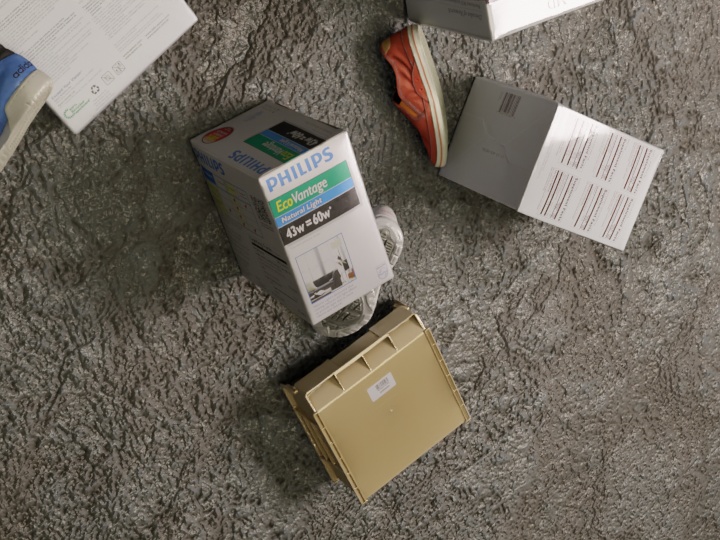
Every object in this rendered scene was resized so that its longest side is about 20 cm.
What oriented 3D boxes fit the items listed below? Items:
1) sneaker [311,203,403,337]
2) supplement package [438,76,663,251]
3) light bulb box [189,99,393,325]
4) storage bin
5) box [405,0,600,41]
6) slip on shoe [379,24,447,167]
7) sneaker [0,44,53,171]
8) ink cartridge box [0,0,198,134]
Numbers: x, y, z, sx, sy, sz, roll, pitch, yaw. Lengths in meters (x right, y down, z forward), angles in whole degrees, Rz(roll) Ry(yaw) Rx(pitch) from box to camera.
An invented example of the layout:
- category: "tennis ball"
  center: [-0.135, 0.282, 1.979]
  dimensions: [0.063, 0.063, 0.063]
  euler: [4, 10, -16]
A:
- category: "sneaker"
  center: [0.000, 0.000, 1.685]
  dimensions: [0.077, 0.100, 0.201]
  euler: [30, 117, -8]
- category: "supplement package"
  center: [0.252, -0.144, 1.712]
  dimensions: [0.198, 0.191, 0.148]
  euler: [17, 99, -34]
- category: "light bulb box"
  center: [-0.083, -0.074, 1.536]
  dimensions: [0.124, 0.198, 0.202]
  euler: [-30, 121, -20]
- category: "storage bin"
  center: [0.020, 0.175, 1.749]
  dimensions: [0.199, 0.094, 0.200]
  euler: [-35, 120, -15]
- category: "box"
  center: [0.176, -0.383, 1.579]
  dimensions: [0.197, 0.200, 0.132]
  euler: [-23, 117, -22]
- category: "slip on shoe"
  center: [0.074, -0.222, 1.664]
  dimensions: [0.060, 0.074, 0.201]
  euler: [-12, 125, 12]
- category: "sneaker"
  center: [-0.426, -0.160, 1.386]
  dimensions: [0.111, 0.077, 0.200]
  euler: [37, 113, -5]
- category: "ink cartridge box"
  center: [-0.311, -0.290, 1.422]
  dimensions: [0.196, 0.043, 0.200]
  euler: [-44, 121, -9]
